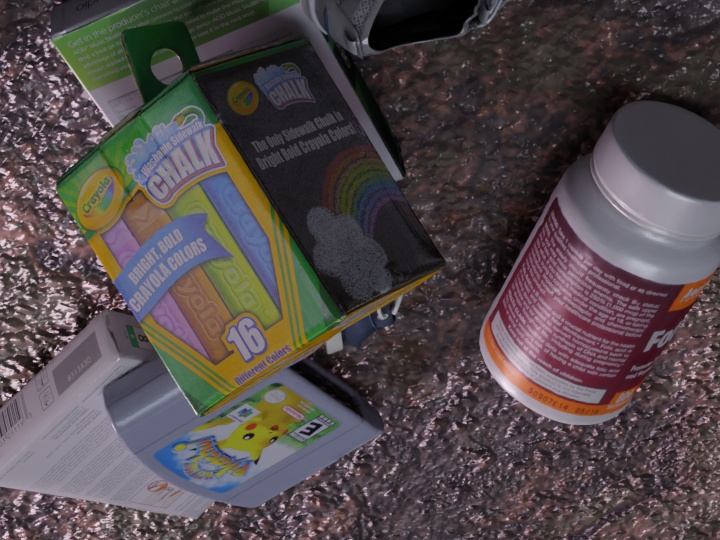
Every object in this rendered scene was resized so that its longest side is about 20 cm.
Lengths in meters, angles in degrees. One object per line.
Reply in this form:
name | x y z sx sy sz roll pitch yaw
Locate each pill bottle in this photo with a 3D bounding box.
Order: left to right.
pill bottle | 0.165 -0.004 1.170 0.114 0.114 0.200 10 132 -18

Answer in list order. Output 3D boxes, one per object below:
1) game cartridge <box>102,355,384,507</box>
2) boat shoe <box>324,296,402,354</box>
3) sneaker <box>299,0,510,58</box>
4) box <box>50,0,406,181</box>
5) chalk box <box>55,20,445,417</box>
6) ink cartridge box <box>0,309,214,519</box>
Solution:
game cartridge | -0.083 0.105 1.255 0.133 0.041 0.200 -28 146 16
boat shoe | 0.000 0.000 1.149 0.062 0.075 0.200 -17 156 -8
sneaker | 0.070 -0.163 1.014 0.200 0.082 0.075 -23 134 -4
box | -0.076 -0.106 1.092 0.144 0.036 0.200 -21 134 11
chalk box | -0.073 -0.045 1.005 0.124 0.124 0.200 -35 85 33
ink cartridge box | -0.149 0.107 1.293 0.200 0.050 0.161 16 132 -46
